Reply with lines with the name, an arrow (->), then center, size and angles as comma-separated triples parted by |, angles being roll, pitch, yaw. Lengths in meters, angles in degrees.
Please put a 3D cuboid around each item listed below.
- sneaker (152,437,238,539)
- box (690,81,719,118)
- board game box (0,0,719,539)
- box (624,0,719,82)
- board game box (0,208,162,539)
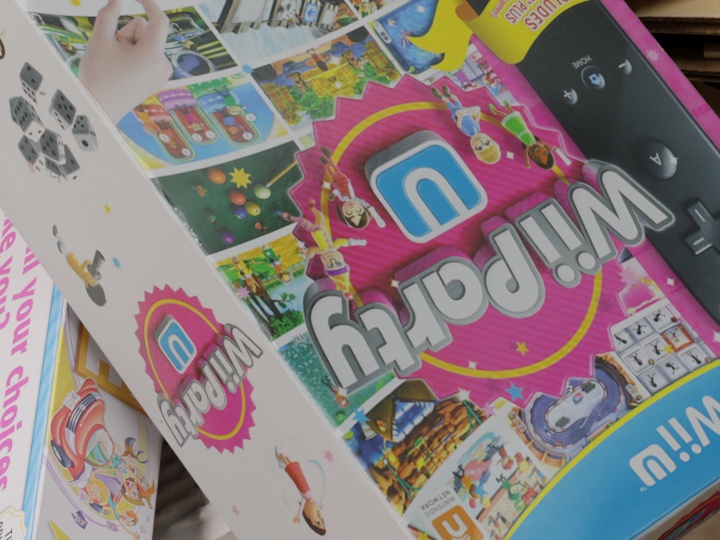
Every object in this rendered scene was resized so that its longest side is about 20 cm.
sneaker -> -0.059, 0.051, 0.769 | 0.200, 0.079, 0.079 | 23, 76, 51
box -> 0.146, -0.045, 0.805 | 0.116, 0.060, 0.200 | -30, 41, -30
board game box -> 0.008, -0.016, 0.680 | 0.147, 0.064, 0.200 | -29, 77, -36
box -> 0.180, -0.104, 0.787 | 0.163, 0.021, 0.200 | 5, 34, 35
board game box -> -0.102, 0.033, 0.725 | 0.034, 0.134, 0.201 | 34, 41, -31
